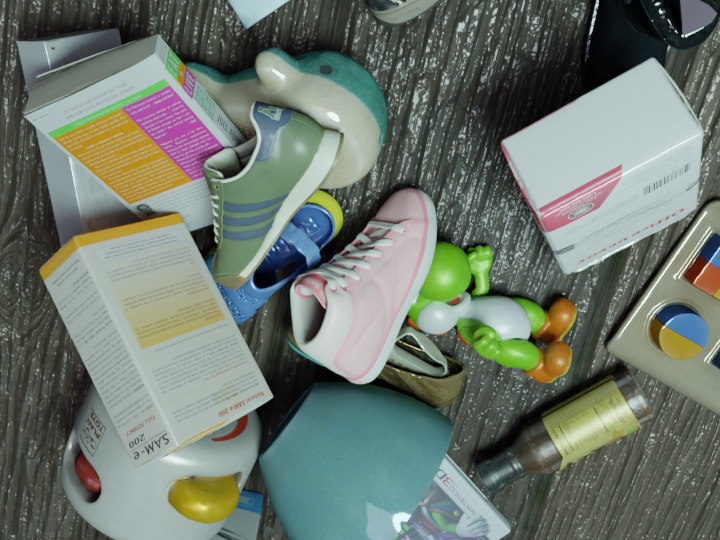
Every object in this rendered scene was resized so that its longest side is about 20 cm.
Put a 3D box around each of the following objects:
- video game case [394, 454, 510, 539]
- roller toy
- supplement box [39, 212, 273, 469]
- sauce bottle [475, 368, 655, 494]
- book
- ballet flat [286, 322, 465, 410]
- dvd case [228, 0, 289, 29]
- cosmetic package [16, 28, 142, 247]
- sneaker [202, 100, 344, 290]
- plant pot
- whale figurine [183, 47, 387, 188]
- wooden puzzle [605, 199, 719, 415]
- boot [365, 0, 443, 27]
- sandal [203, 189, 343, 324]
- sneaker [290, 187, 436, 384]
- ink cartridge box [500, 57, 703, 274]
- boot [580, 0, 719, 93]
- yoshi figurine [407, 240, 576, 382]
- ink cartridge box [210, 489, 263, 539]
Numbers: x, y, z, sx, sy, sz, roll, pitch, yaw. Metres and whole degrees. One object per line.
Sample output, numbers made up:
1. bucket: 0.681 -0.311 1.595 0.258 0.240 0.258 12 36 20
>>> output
1. video game case: 0.042 0.294 1.034 0.200 0.023 0.182 -38 106 13
2. roller toy: -0.198 0.176 0.901 0.182 0.200 0.140 26 109 -3
3. supplement box: -0.183 0.059 0.806 0.073 0.126 0.201 -33 82 37
4. sauce bottle: 0.219 0.180 0.970 0.200 0.065 0.065 -31 108 13
5. book: -0.176 -0.109 0.794 0.133 0.048 0.200 -15 142 20
6. ballet flat: 0.024 0.081 0.925 0.199 0.068 0.072 26 124 -12
7. dvd case: -0.060 -0.333 0.795 0.200 0.022 0.146 -30 108 9
8. cosmetic package: -0.257 -0.121 0.840 0.050 0.082 0.201 10 115 35
9. sneaker: -0.102 -0.070 0.782 0.090 0.067 0.200 28 129 -20
10. plant pot: -0.021 0.190 0.888 0.135 0.200 0.200 38 107 -3
11. whale figurine: -0.069 -0.156 0.829 0.199 0.104 0.159 16 151 15
12. wooden puzzle: 0.387 0.052 0.928 0.185 0.046 0.200 29 109 -11
13. boot: 0.061 -0.315 0.748 0.200 0.073 0.151 -30 135 18
14. sandal: -0.104 -0.001 0.889 0.200 0.087 0.079 -42 107 16
15. sneaker: 0.000 0.000 0.844 0.104 0.075 0.201 27 80 -38
16. ink cartridge box: 0.220 -0.082 0.795 0.145 0.200 0.085 -28 67 10
17. boot: 0.247 -0.204 0.765 0.076 0.168 0.201 -3 112 1
18. yoshi figurine: 0.123 0.033 0.897 0.199 0.112 0.112 20 94 -5
19. ink cartridge box: -0.173 0.309 0.946 0.115 0.200 0.067 15 110 -6
